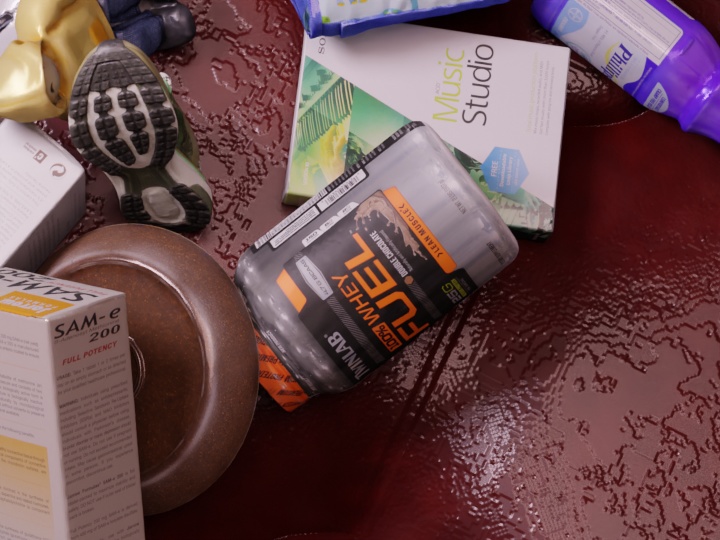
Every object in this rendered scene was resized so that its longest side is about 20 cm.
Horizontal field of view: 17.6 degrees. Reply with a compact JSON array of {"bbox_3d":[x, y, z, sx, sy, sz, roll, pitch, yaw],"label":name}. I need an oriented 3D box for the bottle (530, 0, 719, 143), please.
[{"bbox_3d":[0.220,-0.159,1.714,0.200,0.084,0.065,39,74,4],"label":"bottle"}]

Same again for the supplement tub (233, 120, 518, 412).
[{"bbox_3d":[0.000,0.000,1.613,0.200,0.123,0.123,-39,82,2],"label":"supplement tub"}]

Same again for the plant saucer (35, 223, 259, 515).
[{"bbox_3d":[-0.165,0.068,1.585,0.199,0.034,0.202,-1,87,23],"label":"plant saucer"}]

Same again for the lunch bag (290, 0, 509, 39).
[{"bbox_3d":[0.019,-0.270,1.700,0.169,0.128,0.201,-12,67,-10],"label":"lunch bag"}]

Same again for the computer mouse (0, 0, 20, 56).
[{"bbox_3d":[-0.252,-0.186,1.689,0.200,0.044,0.110,-39,81,-14],"label":"computer mouse"}]

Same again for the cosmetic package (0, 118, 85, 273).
[{"bbox_3d":[-0.277,-0.004,1.609,0.074,0.102,0.200,39,73,6],"label":"cosmetic package"}]

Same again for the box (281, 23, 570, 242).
[{"bbox_3d":[0.049,-0.106,1.705,0.199,0.036,0.145,7,75,-3],"label":"box"}]

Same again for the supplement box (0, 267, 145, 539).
[{"bbox_3d":[-0.211,0.109,1.526,0.073,0.126,0.201,-19,112,-45],"label":"supplement box"}]

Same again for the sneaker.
[{"bbox_3d":[-0.154,-0.108,1.614,0.076,0.200,0.089,-6,58,6],"label":"sneaker"}]

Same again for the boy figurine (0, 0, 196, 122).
[{"bbox_3d":[-0.196,-0.161,1.616,0.064,0.200,0.125,-3,111,30],"label":"boy figurine"}]
